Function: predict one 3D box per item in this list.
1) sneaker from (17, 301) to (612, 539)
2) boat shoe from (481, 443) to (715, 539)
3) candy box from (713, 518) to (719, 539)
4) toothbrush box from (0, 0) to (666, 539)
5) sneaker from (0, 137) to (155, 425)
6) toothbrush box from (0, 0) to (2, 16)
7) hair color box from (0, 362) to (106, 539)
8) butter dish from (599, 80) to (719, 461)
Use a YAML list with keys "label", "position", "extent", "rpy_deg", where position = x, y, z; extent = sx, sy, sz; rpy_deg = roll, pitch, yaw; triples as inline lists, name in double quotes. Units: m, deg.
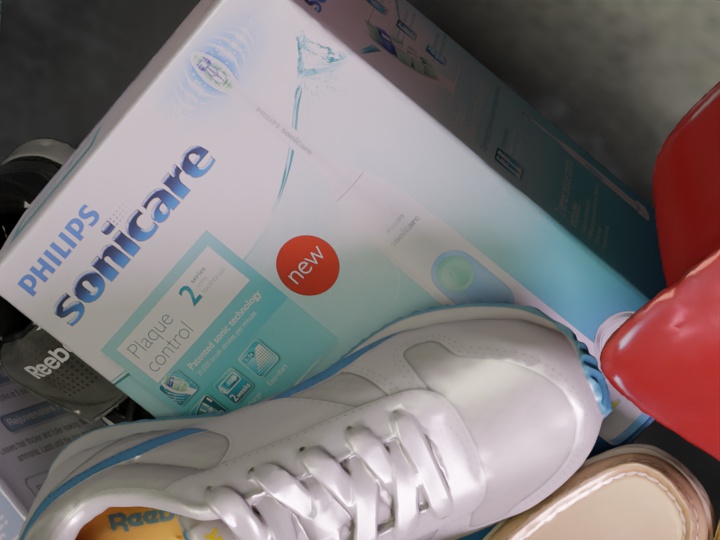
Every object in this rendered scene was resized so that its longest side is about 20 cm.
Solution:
- label: "sneaker"
  position: [-0.015, 0.072, 0.827]
  extent: [0.199, 0.081, 0.077]
  rpy_deg: [-21, 108, 16]
- label: "boat shoe"
  position: [0.037, 0.137, 0.825]
  extent: [0.074, 0.069, 0.200]
  rpy_deg: [42, 90, 8]
- label: "candy box"
  position: [0.214, 0.134, 0.839]
  extent: [0.199, 0.117, 0.057]
  rpy_deg: [8, 62, 23]
- label: "toothbrush box"
  position: [0.000, 0.000, 0.894]
  extent: [0.200, 0.085, 0.146]
  rpy_deg: [40, 111, -9]
- label: "sneaker"
  position: [-0.088, 0.034, 0.977]
  extent: [0.200, 0.090, 0.067]
  rpy_deg: [47, 113, 12]
- label: "toothbrush box"
  position: [-0.209, -0.105, 0.956]
  extent: [0.146, 0.085, 0.200]
  rpy_deg: [44, 156, 14]
- label: "hair color box"
  position: [-0.131, 0.083, 0.997]
  extent: [0.061, 0.099, 0.200]
  rpy_deg: [-44, 78, 24]
- label: "butter dish"
  position: [0.178, -0.031, 0.823]
  extent: [0.199, 0.200, 0.148]
  rpy_deg: [-37, 50, 20]
